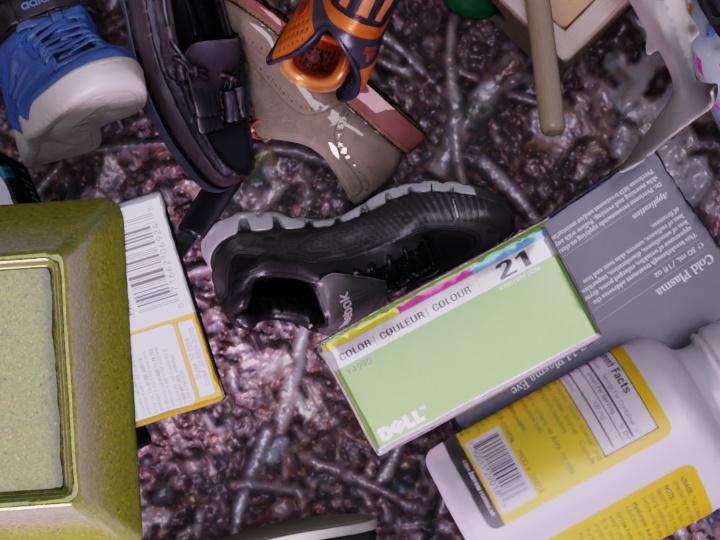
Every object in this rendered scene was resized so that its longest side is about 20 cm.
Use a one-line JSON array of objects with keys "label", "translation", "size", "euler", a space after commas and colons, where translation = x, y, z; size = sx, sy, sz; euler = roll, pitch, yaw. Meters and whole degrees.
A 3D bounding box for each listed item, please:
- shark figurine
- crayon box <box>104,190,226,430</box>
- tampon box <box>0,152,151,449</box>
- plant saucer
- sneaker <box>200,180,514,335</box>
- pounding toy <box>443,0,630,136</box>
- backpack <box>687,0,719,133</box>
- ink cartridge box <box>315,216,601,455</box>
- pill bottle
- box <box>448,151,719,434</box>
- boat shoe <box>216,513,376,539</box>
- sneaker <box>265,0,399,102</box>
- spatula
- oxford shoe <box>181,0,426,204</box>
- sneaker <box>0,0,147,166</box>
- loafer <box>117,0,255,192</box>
[{"label": "shark figurine", "translation": [0.147, -0.175, 1.468], "size": [0.089, 0.128, 0.215], "euler": [-17, 100, 16]}, {"label": "crayon box", "translation": [-0.190, 0.044, 1.442], "size": [0.200, 0.052, 0.126], "euler": [-17, 88, -3]}, {"label": "tampon box", "translation": [-0.229, 0.045, 1.541], "size": [0.126, 0.150, 0.200], "euler": [-25, 88, -1]}, {"label": "plant saucer", "translation": [-0.227, 0.063, 1.390], "size": [0.199, 0.048, 0.200], "euler": [-4, 87, -2]}, {"label": "sneaker", "translation": [0.000, 0.000, 1.566], "size": [0.200, 0.067, 0.091], "euler": [-8, 43, 4]}, {"label": "pounding toy", "translation": [0.118, -0.208, 1.549], "size": [0.184, 0.142, 0.200], "euler": [44, 89, 2]}, {"label": "backpack", "translation": [0.272, -0.123, 1.525], "size": [0.126, 0.200, 0.167], "euler": [-27, 50, 4]}, {"label": "ink cartridge box", "translation": [0.055, 0.040, 1.410], "size": [0.148, 0.200, 0.076], "euler": [-28, 87, 1]}, {"label": "pill bottle", "translation": [0.148, 0.107, 1.451], "size": [0.200, 0.111, 0.111], "euler": [-28, 88, 1]}, {"label": "box", "translation": [0.147, 0.055, 1.559], "size": [0.200, 0.104, 0.182], "euler": [-34, 87, 0]}, {"label": "boat shoe", "translation": [-0.081, 0.201, 1.573], "size": [0.199, 0.075, 0.066], "euler": [-14, 90, 1]}, {"label": "sneaker", "translation": [-0.022, -0.168, 1.528], "size": [0.077, 0.200, 0.112], "euler": [24, 97, -11]}, {"label": "spatula", "translation": [-0.111, -0.017, 1.545], "size": [0.056, 0.200, 0.021], "euler": [23, 131, 6]}, {"label": "oxford shoe", "translation": [-0.057, -0.121, 1.587], "size": [0.200, 0.070, 0.075], "euler": [39, 96, 4]}, {"label": "sneaker", "translation": [-0.185, -0.135, 1.525], "size": [0.077, 0.200, 0.111], "euler": [-16, 87, -14]}, {"label": "loafer", "translation": [-0.105, -0.147, 1.535], "size": [0.063, 0.072, 0.200], "euler": [-18, 97, 32]}]
